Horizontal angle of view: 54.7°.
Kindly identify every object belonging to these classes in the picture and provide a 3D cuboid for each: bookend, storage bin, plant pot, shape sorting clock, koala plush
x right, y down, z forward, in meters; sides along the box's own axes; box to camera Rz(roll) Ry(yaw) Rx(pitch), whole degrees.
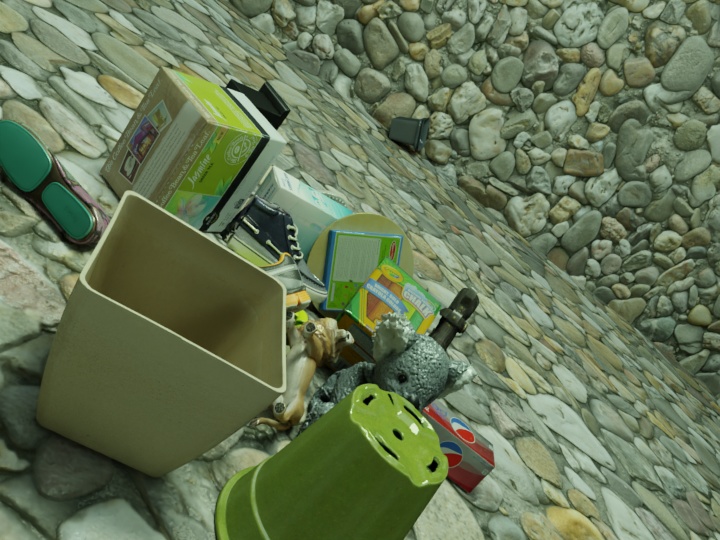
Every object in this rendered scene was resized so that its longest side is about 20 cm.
[{"bbox_3d":[-0.266,-0.264,1.260,0.199,0.199,0.092,7,39,-55],"label":"bookend"},{"bbox_3d":[0.194,-0.558,2.823,0.132,0.148,0.200,14,18,10],"label":"storage bin"},{"bbox_3d":[-0.203,0.076,0.690,0.198,0.178,0.201,32,21,-21],"label":"plant pot"},{"bbox_3d":[0.000,0.000,1.193,0.199,0.201,0.039,31,6,-21],"label":"shape sorting clock"},{"bbox_3d":[-0.014,0.223,0.708,0.199,0.191,0.201,34,20,-14],"label":"plant pot"},{"bbox_3d":[0.041,0.159,0.922,0.176,0.201,0.184,34,20,-13],"label":"koala plush"}]

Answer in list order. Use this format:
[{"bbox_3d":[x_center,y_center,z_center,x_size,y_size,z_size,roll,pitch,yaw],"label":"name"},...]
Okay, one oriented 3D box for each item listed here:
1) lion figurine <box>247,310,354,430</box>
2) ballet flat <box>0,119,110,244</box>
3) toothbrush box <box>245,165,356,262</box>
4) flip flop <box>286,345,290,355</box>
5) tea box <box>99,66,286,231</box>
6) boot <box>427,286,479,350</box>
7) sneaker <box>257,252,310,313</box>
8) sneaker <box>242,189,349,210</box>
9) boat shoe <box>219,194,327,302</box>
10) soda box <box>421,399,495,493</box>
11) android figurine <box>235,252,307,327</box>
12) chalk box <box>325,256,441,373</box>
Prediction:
[{"bbox_3d":[-0.081,0.136,0.900,0.072,0.201,0.123,17,-31,21],"label":"lion figurine"},{"bbox_3d":[-0.401,-0.111,0.912,0.200,0.069,0.071,46,2,5],"label":"ballet flat"},{"bbox_3d":[-0.103,-0.061,1.204,0.198,0.147,0.086,26,21,-30],"label":"toothbrush box"},{"bbox_3d":[-0.129,0.107,0.934,0.199,0.058,0.081,18,29,-47],"label":"flip flop"},{"bbox_3d":[-0.260,-0.179,1.094,0.134,0.201,0.196,48,23,22],"label":"tea box"},{"bbox_3d":[0.134,0.114,1.144,0.069,0.175,0.200,35,-13,5],"label":"boot"},{"bbox_3d":[-0.167,0.029,0.897,0.197,0.078,0.078,-9,79,-17],"label":"sneaker"},{"bbox_3d":[-0.123,-0.117,1.287,0.197,0.076,0.105,-8,22,-7],"label":"sneaker"},{"bbox_3d":[-0.117,-0.035,1.105,0.199,0.093,0.075,34,6,-19],"label":"boat shoe"},{"bbox_3d":[0.111,0.245,1.068,0.199,0.064,0.070,38,19,-3],"label":"soda box"},{"bbox_3d":[-0.151,0.032,1.037,0.181,0.041,0.200,35,5,-14],"label":"android figurine"},{"bbox_3d":[0.036,0.077,1.102,0.124,0.124,0.200,39,43,-1],"label":"chalk box"}]
